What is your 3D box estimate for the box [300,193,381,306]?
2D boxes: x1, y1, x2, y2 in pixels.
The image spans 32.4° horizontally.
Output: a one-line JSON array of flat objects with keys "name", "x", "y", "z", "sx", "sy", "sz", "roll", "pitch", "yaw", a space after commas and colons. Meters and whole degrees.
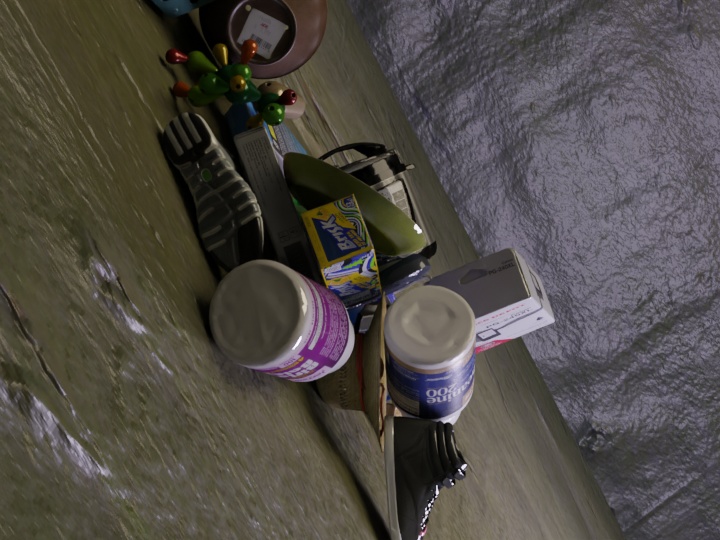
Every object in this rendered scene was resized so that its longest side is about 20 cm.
[{"name": "box", "x": -0.020, "y": -0.017, "z": 1.401, "sx": 0.200, "sy": 0.064, "sz": 0.071, "roll": 80, "pitch": -11, "yaw": -75}]

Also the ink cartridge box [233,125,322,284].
[{"name": "ink cartridge box", "x": -0.099, "y": -0.060, "z": 1.508, "sx": 0.174, "sy": 0.043, "sz": 0.202, "roll": 113, "pitch": -44, "yaw": -85}]

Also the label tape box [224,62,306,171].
[{"name": "label tape box", "x": -0.128, "y": -0.161, "z": 1.668, "sx": 0.200, "sy": 0.066, "sz": 0.144, "roll": 47, "pitch": 15, "yaw": -45}]

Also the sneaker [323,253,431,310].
[{"name": "sneaker", "x": 0.000, "y": 0.000, "z": 1.595, "sx": 0.070, "sy": 0.199, "sz": 0.083, "roll": -8, "pitch": 79, "yaw": -54}]

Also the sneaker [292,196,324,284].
[{"name": "sneaker", "x": -0.049, "y": -0.041, "z": 1.574, "sx": 0.200, "sy": 0.083, "sz": 0.074, "roll": 40, "pitch": -12, "yaw": 38}]

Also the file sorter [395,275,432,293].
[{"name": "file sorter", "x": 0.078, "y": 0.093, "z": 1.901, "sx": 0.201, "sy": 0.124, "sz": 0.139, "roll": 60, "pitch": 13, "yaw": -19}]

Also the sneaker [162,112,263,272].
[{"name": "sneaker", "x": -0.148, "y": -0.082, "z": 1.416, "sx": 0.201, "sy": 0.075, "sz": 0.115, "roll": 66, "pitch": 10, "yaw": 13}]

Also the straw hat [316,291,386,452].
[{"name": "straw hat", "x": -0.012, "y": 0.126, "z": 1.530, "sx": 0.201, "sy": 0.084, "sz": 0.203, "roll": 1, "pitch": 90, "yaw": -86}]

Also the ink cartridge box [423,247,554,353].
[{"name": "ink cartridge box", "x": 0.195, "y": 0.049, "z": 1.848, "sx": 0.200, "sy": 0.144, "sz": 0.084, "roll": 33, "pitch": 37, "yaw": -67}]

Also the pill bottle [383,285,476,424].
[{"name": "pill bottle", "x": 0.085, "y": 0.117, "z": 1.521, "sx": 0.201, "sy": 0.110, "sz": 0.112, "roll": 85, "pitch": -11, "yaw": -55}]

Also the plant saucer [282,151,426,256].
[{"name": "plant saucer", "x": -0.014, "y": -0.071, "z": 1.470, "sx": 0.199, "sy": 0.031, "sz": 0.200, "roll": 30, "pitch": -10, "yaw": 6}]

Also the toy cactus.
[{"name": "toy cactus", "x": -0.135, "y": -0.227, "z": 1.522, "sx": 0.199, "sy": 0.103, "sz": 0.164, "roll": 23, "pitch": 9, "yaw": 41}]

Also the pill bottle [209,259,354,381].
[{"name": "pill bottle", "x": -0.075, "y": 0.061, "z": 1.335, "sx": 0.113, "sy": 0.112, "sz": 0.200, "roll": 68, "pitch": 13, "yaw": 18}]

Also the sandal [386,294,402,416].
[{"name": "sandal", "x": 0.079, "y": 0.140, "z": 1.676, "sx": 0.077, "sy": 0.069, "sz": 0.214, "roll": -15, "pitch": 116, "yaw": -52}]

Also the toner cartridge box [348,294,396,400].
[{"name": "toner cartridge box", "x": 0.018, "y": 0.083, "z": 1.734, "sx": 0.201, "sy": 0.094, "sz": 0.043, "roll": 60, "pitch": 13, "yaw": -18}]

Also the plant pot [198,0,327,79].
[{"name": "plant pot", "x": -0.133, "y": -0.338, "z": 1.682, "sx": 0.188, "sy": 0.186, "sz": 0.200, "roll": 60, "pitch": 6, "yaw": -18}]

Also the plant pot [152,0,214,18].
[{"name": "plant pot", "x": -0.244, "y": -0.446, "z": 1.615, "sx": 0.141, "sy": 0.140, "sz": 0.202, "roll": 42, "pitch": 32, "yaw": -61}]

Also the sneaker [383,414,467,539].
[{"name": "sneaker", "x": 0.084, "y": 0.274, "z": 1.505, "sx": 0.071, "sy": 0.098, "sz": 0.202, "roll": -30, "pitch": 115, "yaw": -83}]

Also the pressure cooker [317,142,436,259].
[{"name": "pressure cooker", "x": 0.000, "y": -0.083, "z": 1.803, "sx": 0.202, "sy": 0.177, "sz": 0.176, "roll": 68, "pitch": 22, "yaw": -4}]

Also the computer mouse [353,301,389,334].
[{"name": "computer mouse", "x": -0.005, "y": 0.084, "z": 1.616, "sx": 0.199, "sy": 0.034, "sz": 0.059, "roll": -20, "pitch": 124, "yaw": -55}]
